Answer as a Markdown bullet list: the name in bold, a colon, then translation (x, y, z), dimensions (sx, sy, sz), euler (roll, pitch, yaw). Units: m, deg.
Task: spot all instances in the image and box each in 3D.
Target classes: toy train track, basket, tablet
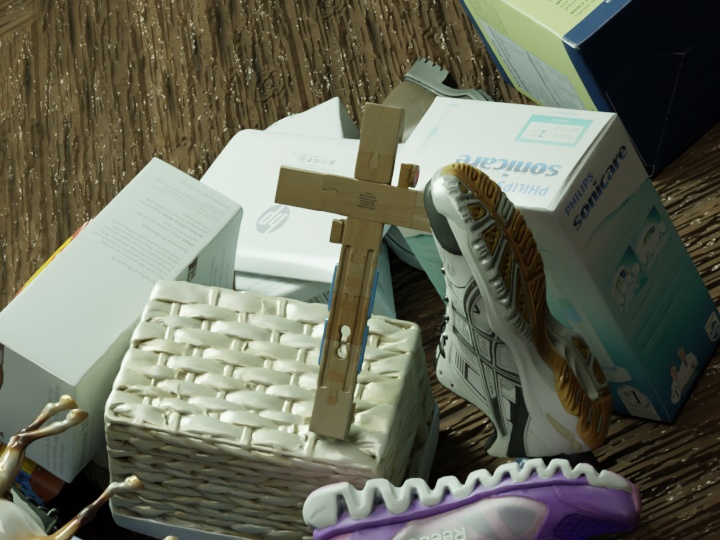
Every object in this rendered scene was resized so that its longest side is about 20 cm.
- **toy train track**: translation (0.000, 0.000, 1.365), dimensions (0.114, 0.033, 0.202), euler (11, 94, 11)
- **basket**: translation (-0.056, 0.098, 1.452), dimensions (0.198, 0.124, 0.136), euler (10, 52, 10)
- **tablet**: translation (-0.050, -0.049, 1.633), dimensions (0.199, 0.014, 0.131), euler (7, 54, 42)

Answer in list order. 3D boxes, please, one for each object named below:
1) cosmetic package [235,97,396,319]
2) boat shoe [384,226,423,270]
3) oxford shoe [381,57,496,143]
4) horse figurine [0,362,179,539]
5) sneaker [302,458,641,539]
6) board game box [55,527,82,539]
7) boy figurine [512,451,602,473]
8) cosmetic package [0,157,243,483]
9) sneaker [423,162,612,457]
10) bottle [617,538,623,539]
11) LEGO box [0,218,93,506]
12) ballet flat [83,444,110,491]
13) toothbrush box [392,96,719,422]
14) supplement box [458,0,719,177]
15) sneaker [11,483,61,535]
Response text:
- **cosmetic package**: translation (-0.037, -0.028, 1.670), dimensions (0.101, 0.074, 0.201), euler (-23, 38, 15)
- **boat shoe**: translation (0.084, -0.038, 1.594), dimensions (0.199, 0.065, 0.074), euler (10, 56, 42)
- **oxford shoe**: translation (0.069, -0.091, 1.663), dimensions (0.084, 0.073, 0.200), euler (-43, 26, -7)
- **horse figurine**: translation (-0.203, 0.146, 1.366), dimensions (0.132, 0.050, 0.200), euler (-34, 59, -11)
- **sneaker**: translation (0.067, 0.163, 1.310), dimensions (0.198, 0.081, 0.089), euler (-9, 67, 10)
- **board game box**: translation (-0.221, 0.243, 1.458), dimensions (0.199, 0.062, 0.201), euler (-1, 47, 38)
- **boy figurine**: translation (0.062, 0.182, 1.380), dimensions (0.200, 0.065, 0.124), euler (-44, 45, -16)
- **cosmetic package**: translation (-0.168, 0.032, 1.532), dimensions (0.081, 0.113, 0.200), euler (27, 53, 14)
- **sneaker**: translation (0.071, 0.033, 1.327), dimensions (0.087, 0.201, 0.076), euler (-15, 24, 29)
- **bottle**: translation (0.091, 0.237, 1.298), dimensions (0.200, 0.065, 0.083), euler (-41, 43, -8)
- **LEGO box**: translation (-0.234, 0.083, 1.642), dimensions (0.149, 0.077, 0.201), euler (-37, 23, 53)
- **ballet flat**: translation (-0.144, 0.133, 1.575), dimensions (0.068, 0.075, 0.199), euler (-45, 39, -17)
- **toothbrush box**: translation (0.121, -0.007, 1.425), dimensions (0.146, 0.200, 0.086), euler (9, 55, 43)
- **supplement box**: translation (0.199, -0.210, 1.634), dimensions (0.200, 0.135, 0.200), euler (-40, 38, -7)
- **sneaker**: translation (-0.222, 0.171, 1.439), dimensions (0.079, 0.074, 0.201), euler (-24, 43, -3)
